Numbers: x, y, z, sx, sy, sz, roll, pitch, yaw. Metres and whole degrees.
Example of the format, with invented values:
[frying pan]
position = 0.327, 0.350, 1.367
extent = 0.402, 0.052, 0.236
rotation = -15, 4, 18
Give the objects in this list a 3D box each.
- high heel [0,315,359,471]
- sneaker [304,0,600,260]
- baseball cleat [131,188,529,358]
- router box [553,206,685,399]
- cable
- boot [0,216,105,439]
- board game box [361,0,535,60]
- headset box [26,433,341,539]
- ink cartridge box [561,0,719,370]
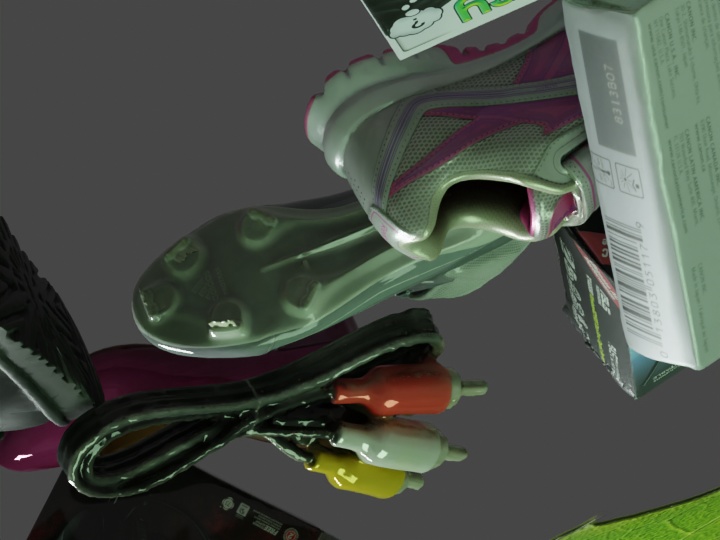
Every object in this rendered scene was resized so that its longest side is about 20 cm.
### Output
[high heel]
position = -0.082, 0.078, 1.162
extent = 0.200, 0.096, 0.067
rotation = -26, 156, 16
[sneaker]
position = 0.083, -0.058, 1.001
extent = 0.199, 0.088, 0.081
rotation = -20, 157, 0
[baseball cleat]
position = 0.000, 0.000, 1.090
extent = 0.199, 0.070, 0.106
rotation = -20, 157, 2
[router box]
position = 0.183, -0.039, 1.099
extent = 0.200, 0.062, 0.150
rotation = -33, 158, -4
[cable]
position = -0.030, 0.065, 1.053
extent = 0.200, 0.050, 0.097
rotation = -3, 135, -40
[boot]
position = -0.202, 0.042, 0.968
extent = 0.157, 0.080, 0.211
rotation = -23, 152, 1
[board game box]
position = 0.083, -0.151, 0.863
extent = 0.200, 0.035, 0.126
rotation = -23, 157, 9
[headset box]
position = -0.110, 0.196, 1.220
extent = 0.200, 0.149, 0.077
rotation = -62, 154, -7
[ink cartridge box]
position = 0.179, -0.074, 0.981
extent = 0.200, 0.057, 0.163
rotation = -32, 123, -29
